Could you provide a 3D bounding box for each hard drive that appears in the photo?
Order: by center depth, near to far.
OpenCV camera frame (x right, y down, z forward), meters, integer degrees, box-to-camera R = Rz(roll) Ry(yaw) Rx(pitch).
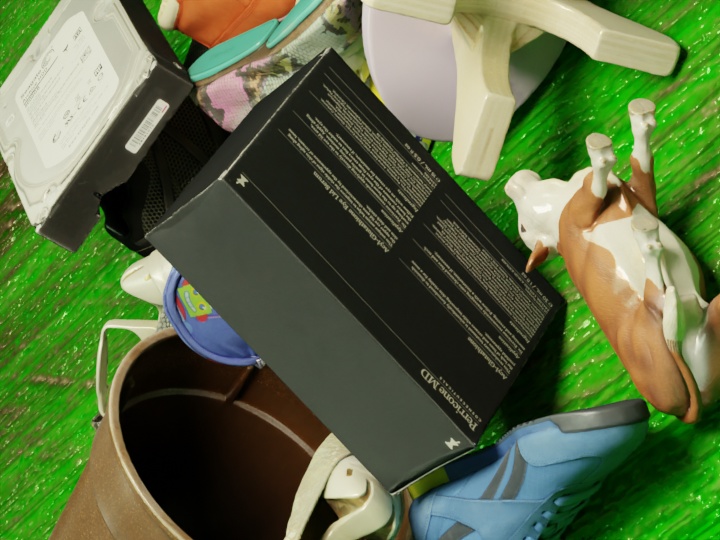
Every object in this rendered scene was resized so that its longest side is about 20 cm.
[{"bbox_3d":[-0.185,-0.114,1.770,0.140,0.038,0.200,-53,29,13],"label":"hard drive"}]

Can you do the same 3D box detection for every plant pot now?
[{"bbox_3d":[-0.098,0.170,1.581,0.198,0.200,0.201,-55,36,37],"label":"plant pot"}]

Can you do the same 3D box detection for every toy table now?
[{"bbox_3d":[0.079,-0.152,1.505,0.117,0.183,0.201,-116,29,-64],"label":"toy table"}]

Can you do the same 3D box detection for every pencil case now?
[{"bbox_3d":[-0.068,-0.006,1.573,0.200,0.087,0.078,-93,-1,-75],"label":"pencil case"}]

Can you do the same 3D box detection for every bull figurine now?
[{"bbox_3d":[0.142,-0.011,1.411,0.122,0.065,0.200,94,153,-43],"label":"bull figurine"}]

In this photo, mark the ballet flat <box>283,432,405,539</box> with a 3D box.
[{"bbox_3d":[-0.010,0.154,1.446,0.062,0.067,0.200,-30,24,43],"label":"ballet flat"}]

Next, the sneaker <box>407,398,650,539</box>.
[{"bbox_3d":[0.096,0.124,1.426,0.200,0.066,0.079,-33,67,52],"label":"sneaker"}]

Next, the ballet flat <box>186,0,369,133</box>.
[{"bbox_3d":[-0.036,-0.133,1.653,0.200,0.071,0.069,-28,22,53],"label":"ballet flat"}]

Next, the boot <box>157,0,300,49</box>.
[{"bbox_3d":[-0.074,-0.196,1.717,0.200,0.107,0.075,121,167,-60],"label":"boot"}]

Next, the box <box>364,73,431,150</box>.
[{"bbox_3d":[0.002,-0.106,1.686,0.117,0.048,0.201,15,85,56],"label":"box"}]

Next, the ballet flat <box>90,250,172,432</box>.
[{"bbox_3d":[-0.133,0.033,1.756,0.072,0.072,0.201,48,123,52],"label":"ballet flat"}]

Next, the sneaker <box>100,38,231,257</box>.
[{"bbox_3d":[-0.130,-0.100,1.807,0.076,0.114,0.200,-23,54,60],"label":"sneaker"}]

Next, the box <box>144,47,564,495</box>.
[{"bbox_3d":[0.000,0.000,1.463,0.079,0.200,0.141,-35,13,40],"label":"box"}]
